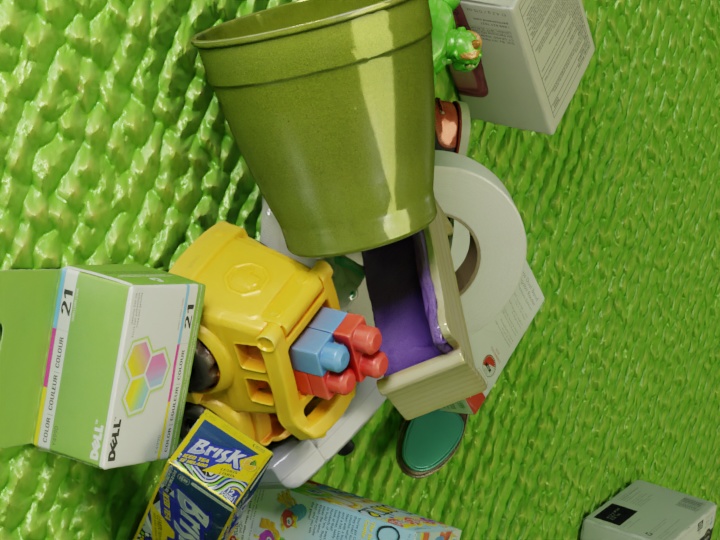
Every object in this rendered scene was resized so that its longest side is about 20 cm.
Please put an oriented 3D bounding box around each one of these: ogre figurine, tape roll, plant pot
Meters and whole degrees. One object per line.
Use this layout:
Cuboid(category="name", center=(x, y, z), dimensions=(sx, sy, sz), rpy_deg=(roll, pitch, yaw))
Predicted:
Cuboid(category="ogre figurine", center=(0.051, -0.189, 1.636), dimensions=(0.201, 0.098, 0.120), rpy_deg=(-53, 175, -21))
Cuboid(category="tape roll", center=(0.058, -0.017, 1.747), dimensions=(0.037, 0.201, 0.204), rpy_deg=(-109, -168, -58))
Cuboid(category="plant pot", center=(-0.018, -0.120, 1.505), dimensions=(0.200, 0.199, 0.195), rpy_deg=(-32, 112, -52))

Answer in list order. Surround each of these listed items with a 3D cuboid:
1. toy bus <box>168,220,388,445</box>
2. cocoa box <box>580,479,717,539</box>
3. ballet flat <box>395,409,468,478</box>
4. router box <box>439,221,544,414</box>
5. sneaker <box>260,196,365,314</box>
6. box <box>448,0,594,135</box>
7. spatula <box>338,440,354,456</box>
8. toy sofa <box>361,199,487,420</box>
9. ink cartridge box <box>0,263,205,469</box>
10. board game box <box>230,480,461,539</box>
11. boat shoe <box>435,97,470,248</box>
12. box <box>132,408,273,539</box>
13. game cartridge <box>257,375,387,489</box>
Cuboid(category="toy bus", center=(-0.064, 0.079, 1.574), dimensions=(0.136, 0.191, 0.201), rpy_deg=(-53, 146, -38))
Cuboid(category="cocoa box", center=(0.407, 0.404, 2.637), dimensions=(0.200, 0.132, 0.132), rpy_deg=(-20, 120, -57))
Cuboid(category="ballet flat", center=(0.086, 0.155, 2.015), dimensions=(0.201, 0.068, 0.067), rpy_deg=(-56, -174, -33))
Cuboid(category="router box", center=(0.105, 0.019, 1.955), dimensions=(0.180, 0.049, 0.201), rpy_deg=(-56, 131, -33))
Cuboid(category="sneaker", center=(-0.040, -0.004, 1.670), dimensions=(0.201, 0.088, 0.076), rpy_deg=(76, 12, -49))
Cuboid(category="box", center=(0.156, -0.258, 1.909), dimensions=(0.128, 0.108, 0.201), rpy_deg=(-61, 149, -26))
Cuboid(category="spatula", center=(-0.024, 0.166, 1.808), dimensions=(0.056, 0.021, 0.200), rpy_deg=(-35, 169, -1))
Cuboid(category="toy sofa", center=(0.043, 0.019, 1.616), dimensions=(0.098, 0.082, 0.201), rpy_deg=(53, 21, -48))
Cuboid(category="ink cartridge box", center=(-0.214, 0.076, 1.417), dimensions=(0.200, 0.075, 0.149), rpy_deg=(-2, 104, -62))
Cuboid(category="board game box", center=(-0.023, 0.264, 1.719), dimensions=(0.103, 0.199, 0.106), rpy_deg=(12, 92, -61))
Cuboid(category="boat shoe", center=(0.059, -0.071, 1.782), dimensions=(0.062, 0.071, 0.202), rpy_deg=(1, 115, -16))
Cuboid(category="box", center=(-0.137, 0.201, 1.528), dimensions=(0.064, 0.070, 0.200), rpy_deg=(-54, 175, -37))
Cuboid(category="game cartridge", center=(-0.038, 0.128, 1.687), dimensions=(0.200, 0.133, 0.042), rpy_deg=(-46, 114, -31))
